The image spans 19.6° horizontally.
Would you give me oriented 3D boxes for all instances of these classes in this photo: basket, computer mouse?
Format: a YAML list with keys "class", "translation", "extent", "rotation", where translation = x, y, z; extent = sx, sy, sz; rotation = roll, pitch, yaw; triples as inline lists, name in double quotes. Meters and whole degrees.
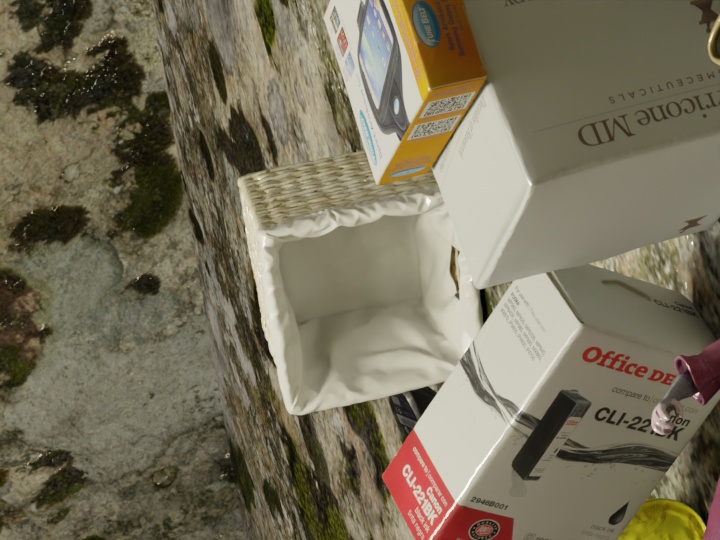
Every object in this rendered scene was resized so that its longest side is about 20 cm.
- class: "basket"
  translation: [0.000, 0.000, 1.954]
  extent: [0.161, 0.200, 0.198]
  rotation: [-115, 14, -61]
- class: "computer mouse"
  translation: [0.079, 0.190, 2.179]
  extent: [0.200, 0.046, 0.140]
  rotation: [65, 165, -7]

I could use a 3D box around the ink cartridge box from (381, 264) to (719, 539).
- class: "ink cartridge box"
  translation: [0.132, 0.101, 1.377]
  extent: [0.200, 0.144, 0.084]
  rotation: [-58, 36, 22]

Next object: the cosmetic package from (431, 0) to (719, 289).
- class: "cosmetic package"
  translation: [0.128, -0.123, 1.265]
  extent: [0.166, 0.167, 0.200]
  rotation: [108, 144, -66]

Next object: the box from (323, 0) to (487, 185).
- class: "box"
  translation: [0.021, -0.131, 1.246]
  extent: [0.200, 0.041, 0.119]
  rotation: [124, 130, -70]

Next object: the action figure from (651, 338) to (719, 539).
- class: "action figure"
  translation: [0.252, 0.082, 1.199]
  extent: [0.149, 0.134, 0.200]
  rotation: [-9, -82, -60]

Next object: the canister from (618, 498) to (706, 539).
- class: "canister"
  translation: [0.169, 0.231, 1.565]
  extent: [0.200, 0.148, 0.087]
  rotation: [126, 128, -78]

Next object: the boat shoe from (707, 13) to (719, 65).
- class: "boat shoe"
  translation: [0.228, -0.150, 1.023]
  extent: [0.201, 0.063, 0.073]
  rotation: [120, 134, -74]
